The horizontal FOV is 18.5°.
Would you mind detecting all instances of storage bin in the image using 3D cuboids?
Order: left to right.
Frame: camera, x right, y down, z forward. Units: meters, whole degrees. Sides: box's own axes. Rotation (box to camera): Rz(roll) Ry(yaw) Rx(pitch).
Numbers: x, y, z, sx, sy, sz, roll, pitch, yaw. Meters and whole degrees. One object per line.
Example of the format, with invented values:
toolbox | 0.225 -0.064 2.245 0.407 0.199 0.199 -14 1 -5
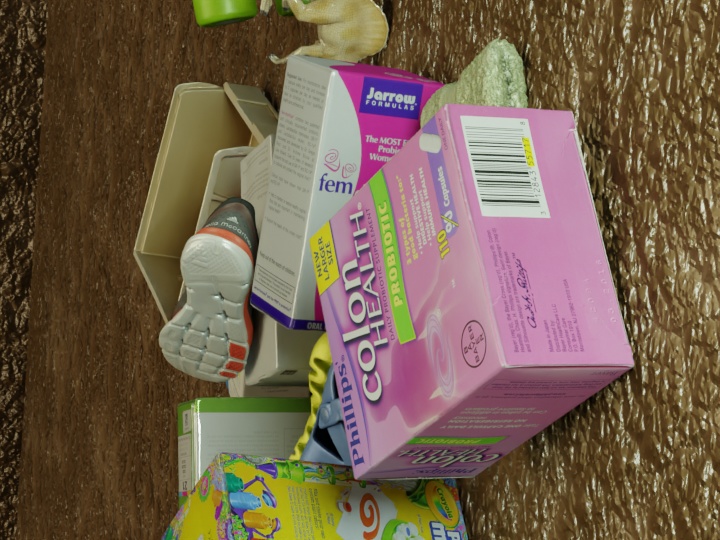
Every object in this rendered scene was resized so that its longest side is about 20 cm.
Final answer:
storage bin | -0.137 -0.063 2.132 0.200 0.094 0.199 -124 46 -63

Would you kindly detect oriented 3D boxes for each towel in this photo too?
towel | 0.083 -0.048 1.533 0.148 0.036 0.200 141 129 -67

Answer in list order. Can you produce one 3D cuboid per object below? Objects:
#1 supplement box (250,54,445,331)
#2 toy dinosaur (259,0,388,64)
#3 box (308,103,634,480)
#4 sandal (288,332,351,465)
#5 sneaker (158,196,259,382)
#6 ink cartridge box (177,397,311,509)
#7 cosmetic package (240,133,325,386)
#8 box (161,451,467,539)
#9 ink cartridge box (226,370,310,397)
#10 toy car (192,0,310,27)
supplement box | -0.009 -0.057 1.692 0.103 0.101 0.200 -152 69 -66
toy dinosaur | -0.025 -0.214 1.810 0.058 0.101 0.200 -55 -32 -50
box | 0.064 0.018 1.404 0.200 0.097 0.176 -43 52 54
sandal | -0.007 0.146 1.757 0.087 0.079 0.200 39 131 52
sneaker | -0.111 0.017 1.827 0.200 0.077 0.082 111 -178 -51
ink cartridge box | -0.075 0.207 1.844 0.076 0.148 0.200 157 113 -72
cosmetic package | -0.050 -0.006 1.841 0.113 0.081 0.200 154 114 -72
box | -0.022 0.251 1.563 0.122 0.193 0.200 124 146 -43
ink cartridge box | -0.083 0.027 1.997 0.116 0.067 0.200 -114 24 -56
toy car | -0.060 -0.308 1.865 0.200 0.158 0.164 -9 92 61
